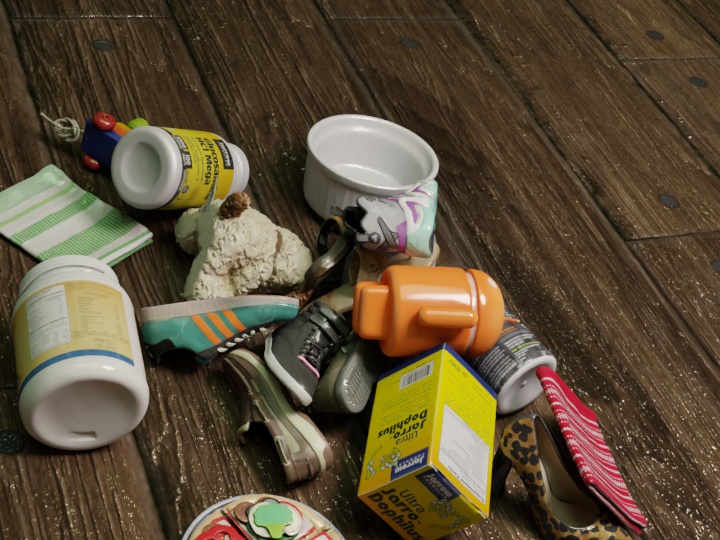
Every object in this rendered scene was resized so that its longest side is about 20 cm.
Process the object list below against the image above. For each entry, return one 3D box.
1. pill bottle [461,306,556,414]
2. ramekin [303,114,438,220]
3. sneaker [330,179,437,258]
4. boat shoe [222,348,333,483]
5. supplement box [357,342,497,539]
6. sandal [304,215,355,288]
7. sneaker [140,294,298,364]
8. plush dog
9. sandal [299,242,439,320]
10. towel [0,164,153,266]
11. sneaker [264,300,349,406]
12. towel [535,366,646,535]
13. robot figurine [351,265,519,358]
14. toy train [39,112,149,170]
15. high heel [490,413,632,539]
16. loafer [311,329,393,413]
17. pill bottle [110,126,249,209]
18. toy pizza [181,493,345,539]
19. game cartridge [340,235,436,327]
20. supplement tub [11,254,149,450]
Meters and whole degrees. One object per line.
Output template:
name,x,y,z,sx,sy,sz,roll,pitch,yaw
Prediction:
pill bottle,0.160,0.088,1.657,0.106,0.106,0.200,-17,50,-33
ramekin,0.009,-0.141,1.865,0.200,0.098,0.201,11,36,-8
sneaker,0.031,-0.077,1.648,0.140,0.078,0.200,4,17,4
boat shoe,-0.118,0.174,1.492,0.075,0.075,0.202,-28,51,-24
supplement box,0.082,0.204,1.467,0.109,0.109,0.200,46,32,-24
sandal,-0.037,-0.040,1.692,0.055,0.082,0.200,39,35,1
sneaker,-0.173,0.074,1.559,0.200,0.080,0.071,-7,-1,3
plush dog,-0.138,-0.025,1.673,0.172,0.161,0.200,21,33,-33
sandal,0.002,0.003,1.642,0.212,0.070,0.078,-31,31,2
towel,-0.405,-0.065,1.702,0.200,0.023,0.153,33,43,18
sneaker,-0.061,0.093,1.528,0.071,0.099,0.200,52,4,-18
towel,0.284,0.219,1.539,0.145,0.022,0.200,43,18,-37
robot figurine,0.092,0.051,1.549,0.200,0.144,0.117,2,56,-10
toy train,-0.360,-0.201,1.834,0.200,0.085,0.116,33,32,18
high heel,0.249,0.254,1.469,0.200,0.143,0.071,26,41,11
loafer,-0.014,0.119,1.583,0.070,0.075,0.200,-13,16,23
pill bottle,-0.245,-0.141,1.736,0.112,0.113,0.200,36,19,22
toy pizza,-0.099,0.321,1.360,0.200,0.032,0.200,10,40,-8
game cartridge,0.040,-0.007,1.721,0.133,0.041,0.200,-22,33,24
supplement tub,-0.331,0.093,1.453,0.144,0.145,0.200,-1,43,-20
